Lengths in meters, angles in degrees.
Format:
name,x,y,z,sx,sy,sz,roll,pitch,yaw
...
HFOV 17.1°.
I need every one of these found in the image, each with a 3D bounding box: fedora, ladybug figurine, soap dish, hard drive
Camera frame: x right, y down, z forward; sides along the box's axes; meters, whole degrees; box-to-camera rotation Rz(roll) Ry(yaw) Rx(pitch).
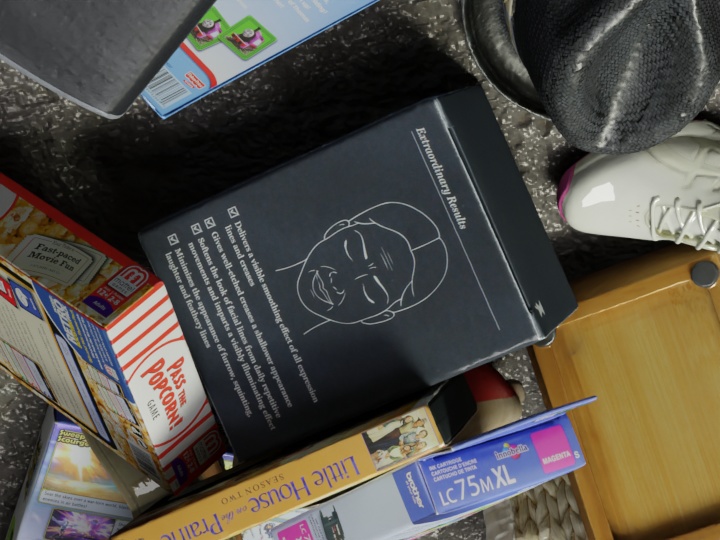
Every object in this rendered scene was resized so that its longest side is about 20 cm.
name,x,y,z,sx,sy,sz,roll,pitch,yaw
fedora,0.148,-0.134,1.311,0.200,0.092,0.201,-2,136,-2
ladybug figurine,0.008,0.096,1.525,0.200,0.072,0.136,-17,180,-15
soap dish,0.192,0.088,1.473,0.157,0.201,0.081,-20,173,16
hard drive,-0.174,-0.174,1.242,0.200,0.042,0.135,37,119,-12

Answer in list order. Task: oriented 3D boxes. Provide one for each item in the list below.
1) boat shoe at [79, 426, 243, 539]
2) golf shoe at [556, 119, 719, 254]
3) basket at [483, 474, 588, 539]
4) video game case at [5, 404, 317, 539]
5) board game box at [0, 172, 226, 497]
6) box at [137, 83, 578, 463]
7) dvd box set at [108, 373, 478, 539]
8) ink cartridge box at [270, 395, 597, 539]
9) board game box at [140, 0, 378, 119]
name,x,y,z,sx,sy,sz,roll,pitch,yaw
boat shoe,-0.129,0.109,1.519,0.072,0.068,0.201,-17,92,9
golf shoe,0.216,-0.040,1.415,0.199,0.092,0.075,-7,136,5
basket,0.199,0.233,1.610,0.161,0.199,0.200,-26,134,21
video game case,-0.133,0.175,1.623,0.199,0.045,0.182,12,124,-16
board game box,-0.175,0.027,1.396,0.046,0.200,0.152,-41,141,-23
box,0.000,0.000,1.383,0.200,0.107,0.149,-23,92,19
dvd box set,-0.035,0.116,1.383,0.200,0.146,0.029,-24,91,12
ink cartridge box,0.047,0.131,1.422,0.119,0.042,0.200,-14,167,-37
board game box,-0.072,-0.180,1.291,0.200,0.037,0.151,-26,131,23
